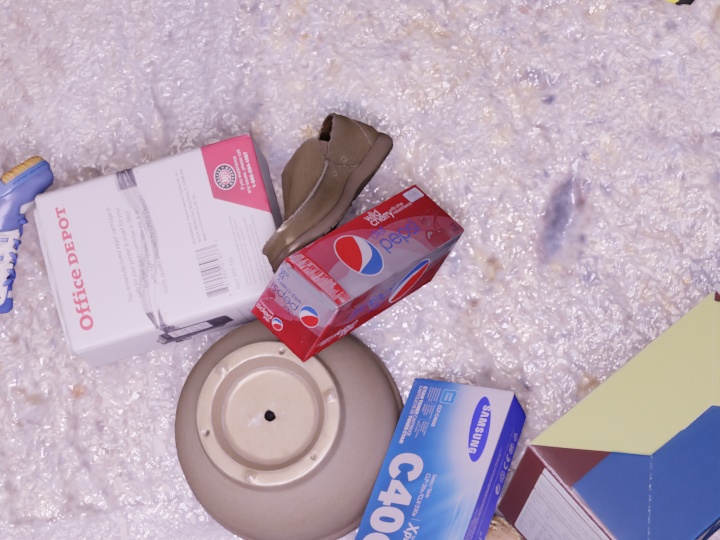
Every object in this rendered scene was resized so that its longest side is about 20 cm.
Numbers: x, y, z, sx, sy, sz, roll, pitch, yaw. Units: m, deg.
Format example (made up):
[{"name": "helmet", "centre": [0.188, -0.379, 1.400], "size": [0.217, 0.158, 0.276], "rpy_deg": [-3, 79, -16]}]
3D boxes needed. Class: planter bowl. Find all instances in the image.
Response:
[{"name": "planter bowl", "centre": [-0.067, 0.129, 1.733], "size": [0.200, 0.135, 0.201], "rpy_deg": [-1, 79, 7]}]

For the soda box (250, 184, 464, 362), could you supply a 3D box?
[{"name": "soda box", "centre": [0.000, 0.000, 1.723], "size": [0.063, 0.200, 0.070], "rpy_deg": [44, 128, 13]}]

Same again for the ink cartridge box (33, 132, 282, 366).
[{"name": "ink cartridge box", "centre": [-0.166, -0.016, 1.800], "size": [0.199, 0.083, 0.146], "rpy_deg": [-16, 78, 3]}]

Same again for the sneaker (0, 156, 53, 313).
[{"name": "sneaker", "centre": [-0.327, -0.008, 1.832], "size": [0.088, 0.075, 0.200], "rpy_deg": [41, 93, 1]}]

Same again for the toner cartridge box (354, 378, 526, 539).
[{"name": "toner cartridge box", "centre": [0.060, 0.188, 1.706], "size": [0.095, 0.043, 0.200], "rpy_deg": [7, 60, 26]}]

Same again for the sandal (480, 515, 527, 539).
[{"name": "sandal", "centre": [0.093, 0.241, 1.723], "size": [0.211, 0.070, 0.078], "rpy_deg": [-1, 79, 7]}]

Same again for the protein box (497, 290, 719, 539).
[{"name": "protein box", "centre": [0.234, 0.153, 1.638], "size": [0.198, 0.200, 0.135], "rpy_deg": [-38, 76, -16]}]

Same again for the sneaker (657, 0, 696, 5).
[{"name": "sneaker", "centre": [0.303, -0.322, 1.818], "size": [0.076, 0.075, 0.200], "rpy_deg": [31, 94, 4]}]

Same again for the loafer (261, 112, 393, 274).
[{"name": "loafer", "centre": [-0.040, -0.065, 1.758], "size": [0.067, 0.200, 0.076], "rpy_deg": [35, 129, 0]}]
